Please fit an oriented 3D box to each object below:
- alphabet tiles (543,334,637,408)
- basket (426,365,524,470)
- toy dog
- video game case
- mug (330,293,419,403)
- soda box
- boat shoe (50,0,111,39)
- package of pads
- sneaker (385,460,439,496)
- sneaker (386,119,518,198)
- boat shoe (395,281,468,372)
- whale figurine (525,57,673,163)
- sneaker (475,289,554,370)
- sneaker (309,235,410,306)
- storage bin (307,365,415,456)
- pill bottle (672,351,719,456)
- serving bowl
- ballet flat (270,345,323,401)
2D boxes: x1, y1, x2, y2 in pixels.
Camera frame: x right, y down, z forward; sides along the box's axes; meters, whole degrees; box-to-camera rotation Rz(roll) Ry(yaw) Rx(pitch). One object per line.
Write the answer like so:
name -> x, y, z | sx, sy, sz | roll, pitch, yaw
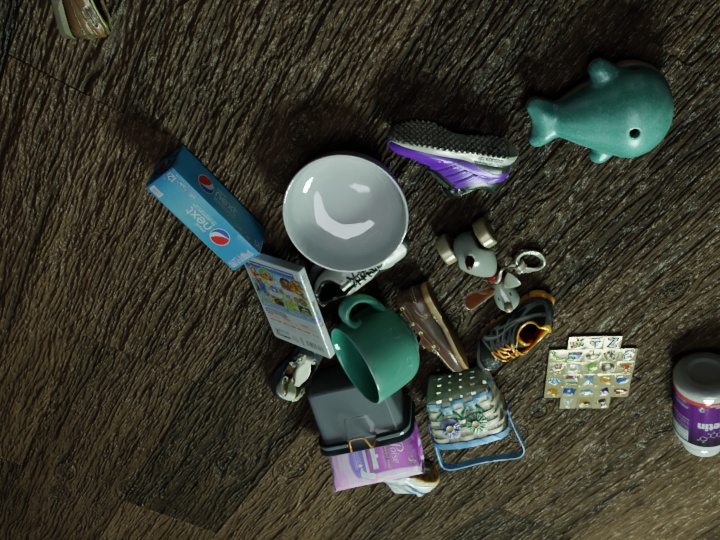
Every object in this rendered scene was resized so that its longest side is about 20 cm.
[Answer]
alphabet tiles -> 0.441, 0.198, 1.410 | 0.163, 0.006, 0.203 | -2, 129, 5
basket -> 0.210, 0.297, 1.419 | 0.173, 0.140, 0.202 | -17, 118, 17
toy dog -> 0.210, 0.006, 1.208 | 0.198, 0.097, 0.132 | 29, 126, -19
video game case -> -0.126, 0.059, 1.277 | 0.141, 0.018, 0.202 | 17, 139, 36
mug -> 0.034, 0.130, 1.280 | 0.113, 0.153, 0.186 | -30, 153, -20
soda box -> -0.242, -0.097, 1.172 | 0.063, 0.069, 0.200 | -27, 123, 25
boat shoe -> -0.369, -0.397, 0.941 | 0.066, 0.073, 0.202 | 0, 139, -2
package of pads -> 0.027, 0.369, 1.496 | 0.196, 0.076, 0.123 | -13, 94, 7
sneaker -> 0.072, 0.450, 1.596 | 0.197, 0.076, 0.089 | 22, 128, -13
sneaker -> 0.129, -0.156, 1.099 | 0.196, 0.070, 0.101 | 11, 132, -5
boat shoe -> 0.130, 0.108, 1.316 | 0.069, 0.071, 0.202 | -25, 116, 14
whale figurine -> 0.333, -0.211, 1.017 | 0.196, 0.105, 0.161 | -6, 129, 9
sneaker -> 0.273, 0.121, 1.312 | 0.077, 0.078, 0.201 | 22, 129, -17
sneaker -> 0.000, 0.000, 1.230 | 0.198, 0.081, 0.074 | -29, 121, 23
storage bin -> -0.008, 0.260, 1.415 | 0.196, 0.146, 0.136 | -15, 117, 16
pill bottle -> 0.646, 0.258, 1.375 | 0.110, 0.114, 0.202 | -10, 128, 12
serving bowl -> -0.021, -0.100, 1.150 | 0.195, 0.066, 0.204 | 3, 121, 5
ballet flat -> -0.127, 0.205, 1.412 | 0.072, 0.074, 0.201 | 23, 128, -15
